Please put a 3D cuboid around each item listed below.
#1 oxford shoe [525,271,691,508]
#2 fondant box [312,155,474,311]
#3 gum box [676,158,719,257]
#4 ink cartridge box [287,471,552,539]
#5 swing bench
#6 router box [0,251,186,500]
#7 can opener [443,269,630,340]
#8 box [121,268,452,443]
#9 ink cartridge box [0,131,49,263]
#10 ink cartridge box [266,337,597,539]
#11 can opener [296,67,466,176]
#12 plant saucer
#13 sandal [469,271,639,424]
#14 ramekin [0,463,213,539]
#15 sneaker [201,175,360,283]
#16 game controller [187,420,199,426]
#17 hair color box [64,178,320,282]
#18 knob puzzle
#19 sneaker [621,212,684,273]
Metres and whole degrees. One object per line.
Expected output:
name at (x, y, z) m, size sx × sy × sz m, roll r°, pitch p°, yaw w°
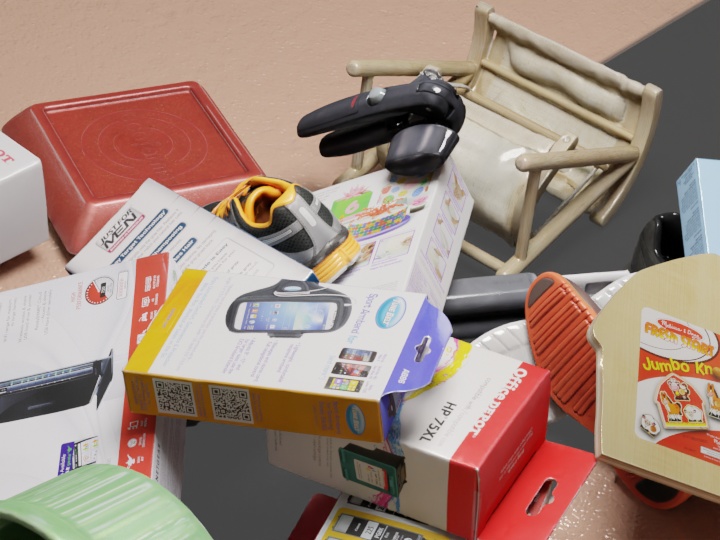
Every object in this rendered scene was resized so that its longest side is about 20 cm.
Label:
oxford shoe at (0.194, 0.085, 1.463) m, size 0.072 × 0.071 × 0.200 m, roll -13°, pitch 66°, yaw -47°
fondant box at (0.000, 0.000, 1.530) m, size 0.144 × 0.058 × 0.200 m, roll -17°, pitch 32°, yaw 26°
gum box at (0.336, 0.018, 1.496) m, size 0.169 × 0.045 × 0.201 m, roll 4°, pitch 66°, yaw -13°
ink cartridge box at (0.014, 0.207, 1.301) m, size 0.175 × 0.084 × 0.200 m, roll 14°, pitch 39°, yaw 15°
swing bench at (0.117, -0.114, 1.684) m, size 0.199 × 0.130 × 0.200 m, roll 31°, pitch 40°, yaw 30°
router box at (-0.209, 0.097, 1.364) m, size 0.179 × 0.049 × 0.201 m, roll -14°, pitch 49°, yaw 15°
can opener at (0.128, 0.037, 1.551) m, size 0.199 × 0.054 × 0.067 m, roll -5°, pitch 40°, yaw -10°
box at (-0.042, 0.055, 1.289) m, size 0.199 × 0.042 × 0.119 m, roll 8°, pitch 37°, yaw 16°
ink cartridge box at (-0.371, -0.048, 1.560) m, size 0.200 × 0.086 × 0.147 m, roll -31°, pitch 50°, yaw -34°
ink cartridge box at (0.049, 0.104, 1.312) m, size 0.199 × 0.067 × 0.116 m, roll 18°, pitch 41°, yaw 22°
can opener at (0.012, -0.121, 1.584) m, size 0.200 × 0.063 × 0.079 m, roll 3°, pitch 49°, yaw 53°
plant saucer at (-0.187, -0.099, 1.696) m, size 0.199 × 0.037 × 0.200 m, roll -10°, pitch 41°, yaw -24°
sandal at (0.157, 0.069, 1.512) m, size 0.202 × 0.050 × 0.083 m, roll -22°, pitch 80°, yaw -11°
ramekin at (-0.161, 0.216, 1.191) m, size 0.200 × 0.201 × 0.098 m, roll 30°, pitch 37°, yaw 29°
sneaker at (-0.077, -0.039, 1.530) m, size 0.078 × 0.077 × 0.200 m, roll -47°, pitch 29°, yaw -24°
game controller at (-0.199, 0.068, 1.490) m, size 0.199 × 0.042 × 0.104 m, roll 12°, pitch 39°, yaw 9°
hair color box at (-0.119, 0.016, 1.462) m, size 0.200 × 0.061 × 0.100 m, roll 29°, pitch 70°, yaw 40°
knob puzzle at (0.246, 0.077, 1.404) m, size 0.219 × 0.030 × 0.220 m, roll 13°, pitch 56°, yaw -20°
sneaker at (0.280, 0.032, 1.540) m, size 0.076 × 0.091 × 0.200 m, roll -25°, pitch 51°, yaw -31°
